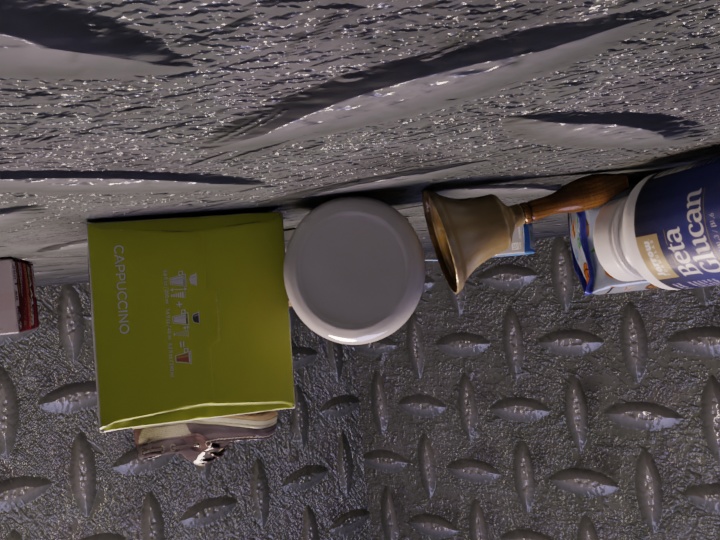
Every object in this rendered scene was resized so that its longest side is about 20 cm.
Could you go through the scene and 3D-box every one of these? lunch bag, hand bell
[{"bbox_3d":[0.327,-0.046,0.938,0.166,0.127,0.200,-5,-167,10],"label":"lunch bag"},{"bbox_3d":[0.169,-0.060,0.800,0.196,0.106,0.104,-19,180,-2],"label":"hand bell"}]

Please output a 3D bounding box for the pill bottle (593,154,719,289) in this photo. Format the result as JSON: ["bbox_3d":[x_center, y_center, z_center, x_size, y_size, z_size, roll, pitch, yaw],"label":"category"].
[{"bbox_3d":[0.309,-0.042,0.734,0.109,0.114,0.199,-5,175,-28],"label":"pill bottle"}]

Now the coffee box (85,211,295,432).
[{"bbox_3d":[-0.189,0.050,0.884,0.196,0.204,0.197,-4,179,-17],"label":"coffee box"}]

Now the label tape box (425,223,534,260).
[{"bbox_3d":[0.228,-0.055,1.569,0.196,0.068,0.143,-3,180,20],"label":"label tape box"}]

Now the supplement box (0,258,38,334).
[{"bbox_3d":[-0.544,0.042,1.253,0.060,0.111,0.200,-6,180,-14],"label":"supplement box"}]

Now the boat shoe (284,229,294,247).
[{"bbox_3d":[-0.080,-0.025,1.170,0.196,0.070,0.072,-6,179,24],"label":"boat shoe"}]

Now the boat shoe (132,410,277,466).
[{"bbox_3d":[-0.176,0.185,0.915,0.196,0.066,0.072,-6,178,26],"label":"boat shoe"}]

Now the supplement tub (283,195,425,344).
[{"bbox_3d":[0.000,0.000,0.859,0.137,0.144,0.200,-5,180,4],"label":"supplement tub"}]

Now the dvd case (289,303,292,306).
[{"bbox_3d":[-0.033,-0.010,1.184,0.198,0.016,0.150,-7,-139,43],"label":"dvd case"}]
